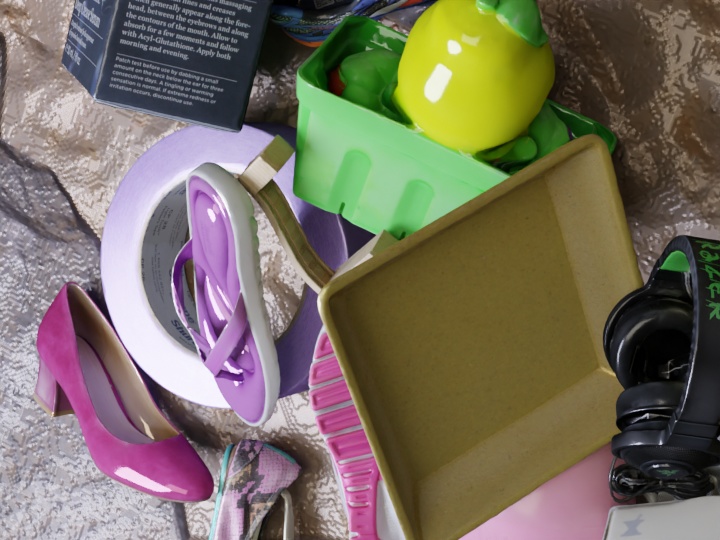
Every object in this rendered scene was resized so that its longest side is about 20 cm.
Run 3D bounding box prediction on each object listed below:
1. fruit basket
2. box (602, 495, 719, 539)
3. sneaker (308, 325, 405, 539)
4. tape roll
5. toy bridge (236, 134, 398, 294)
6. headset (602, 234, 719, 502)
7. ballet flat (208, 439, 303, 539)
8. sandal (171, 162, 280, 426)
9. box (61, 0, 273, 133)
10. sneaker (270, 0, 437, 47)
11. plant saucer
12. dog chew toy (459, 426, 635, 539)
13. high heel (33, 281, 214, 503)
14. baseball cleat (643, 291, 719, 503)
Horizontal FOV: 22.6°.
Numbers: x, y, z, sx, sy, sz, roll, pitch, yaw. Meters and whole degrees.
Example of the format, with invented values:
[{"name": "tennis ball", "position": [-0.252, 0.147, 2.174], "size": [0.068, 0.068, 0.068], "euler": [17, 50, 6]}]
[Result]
[{"name": "fruit basket", "position": [0.066, -0.109, 1.136], "size": [0.214, 0.156, 0.217], "euler": [7, 118, 14]}, {"name": "box", "position": [0.228, 0.245, 1.089], "size": [0.127, 0.109, 0.201], "euler": [-9, 123, 25]}, {"name": "sneaker", "position": [0.010, 0.113, 1.230], "size": [0.081, 0.088, 0.201], "euler": [-7, 98, -1]}, {"name": "tape roll", "position": [-0.085, -0.005, 1.286], "size": [0.199, 0.066, 0.201], "euler": [2, 95, 24]}, {"name": "toy bridge", "position": [0.000, 0.000, 1.161], "size": [0.200, 0.027, 0.067], "euler": [41, 137, -10]}, {"name": "headset", "position": [0.191, 0.071, 1.054], "size": [0.093, 0.124, 0.201], "euler": [9, 137, -6]}, {"name": "ballet flat", "position": [-0.088, 0.222, 1.309], "size": [0.071, 0.069, 0.201], "euler": [19, 100, 7]}, {"name": "sandal", "position": [-0.099, 0.020, 1.189], "size": [0.082, 0.050, 0.204], "euler": [34, 140, 44]}, {"name": "box", "position": [-0.122, -0.212, 1.226], "size": [0.106, 0.148, 0.201], "euler": [11, 101, -20]}, {"name": "sneaker", "position": [0.019, -0.206, 1.215], "size": [0.199, 0.078, 0.076], "euler": [-27, 83, 24]}, {"name": "plant saucer", "position": [0.076, 0.040, 1.073], "size": [0.048, 0.199, 0.201], "euler": [35, 150, 55]}, {"name": "dog chew toy", "position": [0.111, 0.189, 1.184], "size": [0.124, 0.124, 0.201], "euler": [14, 107, 23]}, {"name": "high heel", "position": [-0.169, 0.089, 1.319], "size": [0.200, 0.067, 0.096], "euler": [35, 119, 41]}, {"name": "baseball cleat", "position": [0.215, 0.094, 1.152], "size": [0.106, 0.070, 0.201], "euler": [-20, 85, 24]}]
